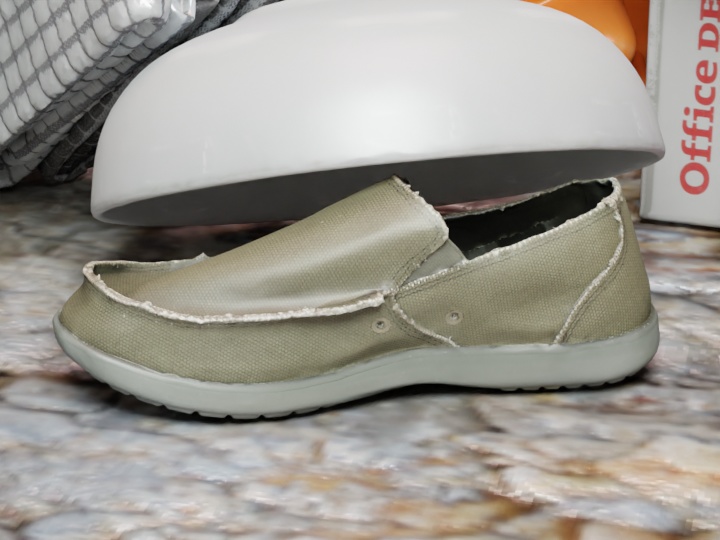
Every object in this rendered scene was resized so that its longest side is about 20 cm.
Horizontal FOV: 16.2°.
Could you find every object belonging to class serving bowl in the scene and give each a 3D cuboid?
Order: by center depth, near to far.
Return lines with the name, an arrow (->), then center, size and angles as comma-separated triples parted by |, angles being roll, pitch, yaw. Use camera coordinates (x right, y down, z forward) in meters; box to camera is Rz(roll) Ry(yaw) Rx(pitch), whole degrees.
serving bowl -> 0.003, -0.059, 0.879 | 0.199, 0.066, 0.200 | -7, -3, 0

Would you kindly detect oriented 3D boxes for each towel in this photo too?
towel -> -0.109, -0.137, 0.938 | 0.085, 0.166, 0.200 | -12, -13, -33

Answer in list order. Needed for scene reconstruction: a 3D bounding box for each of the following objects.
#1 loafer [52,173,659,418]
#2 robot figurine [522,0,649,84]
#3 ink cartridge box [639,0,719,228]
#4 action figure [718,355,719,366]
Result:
loafer -> 0.000, 0.000, 0.811 | 0.199, 0.070, 0.075 | -4, 20, -16
robot figurine -> 0.067, -0.137, 1.076 | 0.143, 0.117, 0.201 | 16, 40, -31
ink cartridge box -> 0.211, -0.086, 0.960 | 0.199, 0.146, 0.085 | 8, 23, 19
action figure -> 0.195, 0.009, 0.816 | 0.149, 0.134, 0.200 | 42, 17, -29
